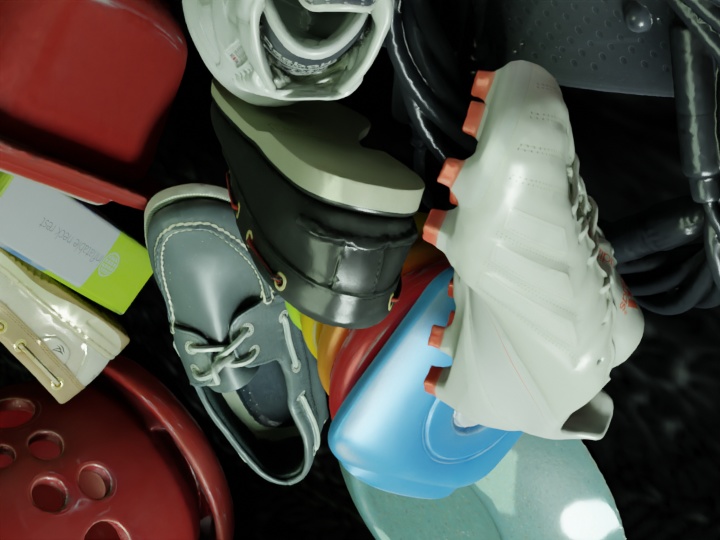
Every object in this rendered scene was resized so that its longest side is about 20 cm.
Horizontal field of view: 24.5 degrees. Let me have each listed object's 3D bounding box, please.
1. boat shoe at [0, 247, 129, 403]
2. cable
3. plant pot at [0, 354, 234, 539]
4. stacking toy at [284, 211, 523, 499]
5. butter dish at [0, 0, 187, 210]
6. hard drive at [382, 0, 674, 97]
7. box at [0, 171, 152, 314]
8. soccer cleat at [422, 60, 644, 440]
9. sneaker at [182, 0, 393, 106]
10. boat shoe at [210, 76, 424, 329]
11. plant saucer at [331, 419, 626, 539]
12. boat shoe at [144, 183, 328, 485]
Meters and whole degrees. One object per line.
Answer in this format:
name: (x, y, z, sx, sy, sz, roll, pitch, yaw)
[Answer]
boat shoe: (-0.225, 0.010, 0.946, 0.199, 0.069, 0.074, 38, 178, -26)
cable: (0.081, -0.056, 0.584, 0.162, 0.051, 0.201, 34, 149, 17)
plant pot: (-0.192, 0.159, 1.051, 0.200, 0.182, 0.202, 31, 141, 29)
stacking toy: (0.000, 0.000, 0.767, 0.110, 0.116, 0.200, -54, 51, 16)
butter dish: (-0.162, -0.137, 0.802, 0.199, 0.149, 0.199, 37, -172, 25)
hard drive: (0.049, -0.142, 0.623, 0.199, 0.042, 0.136, 17, 133, 41)
box: (-0.203, -0.047, 0.912, 0.122, 0.048, 0.200, 36, 177, 24)
soccer cleat: (0.065, -0.001, 0.583, 0.077, 0.070, 0.201, 16, 150, 11)
sneaker: (-0.027, -0.092, 0.593, 0.200, 0.075, 0.081, 114, 149, -73)
boat shoe: (-0.027, -0.037, 0.697, 0.202, 0.073, 0.064, -125, 46, -64)
plant saucer: (0.047, 0.120, 0.861, 0.200, 0.039, 0.202, 30, 139, 30)
boat shoe: (-0.059, 0.037, 0.850, 0.072, 0.062, 0.201, -10, 139, 9)
